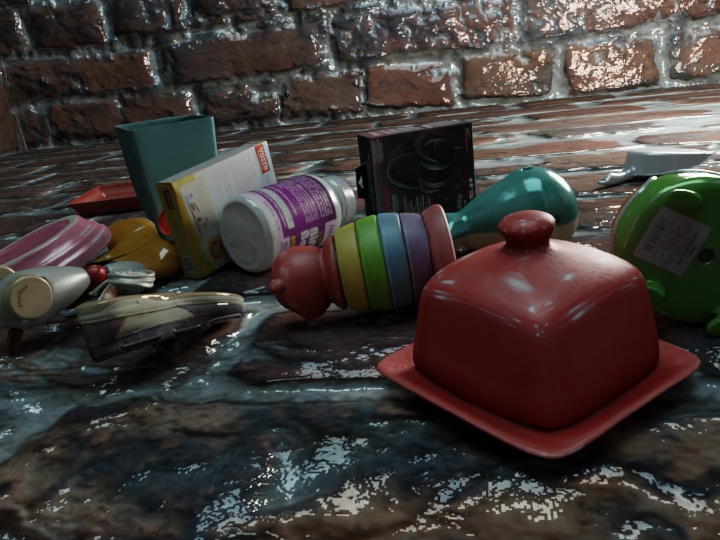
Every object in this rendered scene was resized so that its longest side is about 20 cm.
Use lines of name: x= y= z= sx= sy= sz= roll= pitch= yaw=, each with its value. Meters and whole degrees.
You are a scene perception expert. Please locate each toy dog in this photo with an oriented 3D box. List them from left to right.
toy dog: x=-0.348 y=0.042 z=0.766 sx=0.199 sy=0.097 sz=0.132 roll=0 pitch=11 yaw=-30

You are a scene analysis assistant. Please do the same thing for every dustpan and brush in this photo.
dustpan and brush: x=0.509 y=-0.188 z=1.165 sx=0.199 sy=0.058 sz=0.139 roll=-7 pitch=16 yaw=-22

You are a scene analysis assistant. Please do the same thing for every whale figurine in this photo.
whale figurine: x=0.192 y=-0.082 z=0.871 sx=0.198 sy=0.104 sz=0.159 roll=-8 pitch=19 yaw=-4

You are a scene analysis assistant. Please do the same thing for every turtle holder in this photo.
turtle holder: x=0.333 y=-0.029 z=0.615 sx=0.184 sy=0.142 sz=0.132 roll=-5 pitch=18 yaw=10

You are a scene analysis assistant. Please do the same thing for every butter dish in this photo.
butter dish: x=0.135 y=0.026 z=0.514 sx=0.199 sy=0.149 sz=0.200 roll=-18 pitch=22 yaw=-32

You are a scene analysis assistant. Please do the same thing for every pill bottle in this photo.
pill bottle: x=-0.099 y=-0.078 z=0.951 sx=0.112 sy=0.113 sz=0.200 roll=9 pitch=25 yaw=39

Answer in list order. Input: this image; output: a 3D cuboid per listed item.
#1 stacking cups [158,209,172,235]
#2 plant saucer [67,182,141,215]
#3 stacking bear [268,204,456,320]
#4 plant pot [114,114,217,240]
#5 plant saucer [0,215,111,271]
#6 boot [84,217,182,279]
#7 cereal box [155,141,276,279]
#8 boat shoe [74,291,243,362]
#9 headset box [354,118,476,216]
stacking cups: x=-0.221 y=-0.080 z=0.998 sx=0.060 sy=0.061 sz=0.200 roll=4 pitch=5 yaw=28
plant saucer: x=-0.541 y=-0.171 z=1.491 sx=0.198 sy=0.037 sz=0.200 roll=-7 pitch=20 yaw=-1
stacking bear: x=0.000 y=0.000 z=0.709 sx=0.199 sy=0.114 sz=0.122 roll=-11 pitch=19 yaw=1
plant pot: x=-0.327 y=-0.161 z=1.132 sx=0.140 sy=0.201 sz=0.141 roll=-16 pitch=22 yaw=-26
plant saucer: x=-0.456 y=-0.019 z=0.913 sx=0.199 sy=0.051 sz=0.201 roll=-21 pitch=26 yaw=11
boot: x=-0.349 y=-0.025 z=0.944 sx=0.200 sy=0.071 sz=0.144 roll=9 pitch=21 yaw=27
cereal box: x=-0.197 y=-0.095 z=0.954 sx=0.039 sy=0.145 sz=0.200 roll=5 pitch=27 yaw=34
boat shoe: x=-0.201 y=0.056 z=0.674 sx=0.072 sy=0.065 sz=0.200 roll=-6 pitch=-2 yaw=31
headset box: x=0.086 y=-0.163 z=1.074 sx=0.199 sy=0.150 sz=0.077 roll=-11 pitch=18 yaw=-15
